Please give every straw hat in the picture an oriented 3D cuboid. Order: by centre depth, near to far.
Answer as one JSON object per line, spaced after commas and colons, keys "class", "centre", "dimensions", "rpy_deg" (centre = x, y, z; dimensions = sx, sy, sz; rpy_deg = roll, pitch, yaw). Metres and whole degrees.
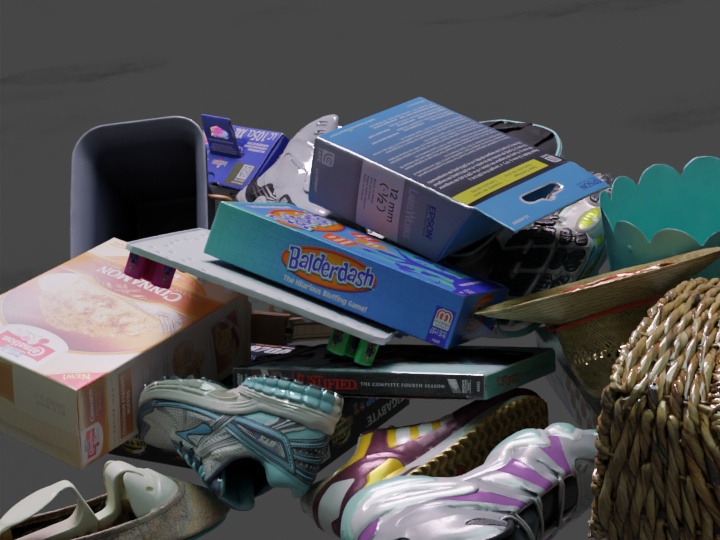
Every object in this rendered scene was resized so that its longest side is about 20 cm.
{"class": "straw hat", "centre": [0.182, 0.046, 1.176], "dimensions": [0.200, 0.085, 0.201], "rpy_deg": [-16, -1, 0]}

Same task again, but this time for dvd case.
{"class": "dvd case", "centre": [0.027, 0.073, 1.216], "dimensions": [0.199, 0.022, 0.146], "rpy_deg": [-1, 4, 27]}

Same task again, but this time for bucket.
{"class": "bucket", "centre": [0.295, -0.004, 1.340], "dimensions": [0.206, 0.135, 0.207], "rpy_deg": [-8, 19, 3]}

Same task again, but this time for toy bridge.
{"class": "toy bridge", "centre": [-0.048, 0.045, 1.448], "dimensions": [0.067, 0.027, 0.200], "rpy_deg": [5, 3, 6]}

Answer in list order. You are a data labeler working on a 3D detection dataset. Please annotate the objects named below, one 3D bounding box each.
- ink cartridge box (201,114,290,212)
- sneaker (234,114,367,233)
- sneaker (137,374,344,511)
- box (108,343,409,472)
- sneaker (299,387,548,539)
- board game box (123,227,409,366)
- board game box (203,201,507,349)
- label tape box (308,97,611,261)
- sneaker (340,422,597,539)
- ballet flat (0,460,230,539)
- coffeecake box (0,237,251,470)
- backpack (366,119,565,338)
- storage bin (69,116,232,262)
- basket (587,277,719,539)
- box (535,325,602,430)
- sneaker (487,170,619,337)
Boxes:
{"class": "ink cartridge box", "centre": [-0.092, -0.073, 1.629], "dimensions": [0.136, 0.200, 0.076], "rpy_deg": [15, 67, 50]}
{"class": "sneaker", "centre": [-0.029, -0.072, 1.435], "dimensions": [0.115, 0.075, 0.200], "rpy_deg": [-51, 29, -9]}
{"class": "sneaker", "centre": [-0.100, 0.123, 1.167], "dimensions": [0.077, 0.087, 0.200], "rpy_deg": [26, -23, -36]}
{"class": "box", "centre": [-0.086, 0.109, 1.328], "dimensions": [0.199, 0.046, 0.159], "rpy_deg": [4, 22, 35]}
{"class": "sneaker", "centre": [0.048, 0.129, 1.160], "dimensions": [0.090, 0.075, 0.200], "rpy_deg": [17, 30, 43]}
{"class": "board game box", "centre": [-0.061, 0.017, 1.257], "dimensions": [0.199, 0.026, 0.200], "rpy_deg": [21, 8, 8]}
{"class": "board game box", "centre": [0.000, 0.000, 1.258], "dimensions": [0.199, 0.045, 0.152], "rpy_deg": [21, 8, 14]}
{"class": "label tape box", "centre": [0.079, -0.065, 1.330], "dimensions": [0.200, 0.066, 0.143], "rpy_deg": [28, 34, 30]}
{"class": "sneaker", "centre": [0.099, 0.170, 1.031], "dimensions": [0.199, 0.078, 0.140], "rpy_deg": [-19, 25, -15]}
{"class": "ballet flat", "centre": [-0.182, 0.173, 1.147], "dimensions": [0.199, 0.068, 0.068], "rpy_deg": [-18, 21, -27]}
{"class": "coffeecake box", "centre": [-0.206, 0.059, 1.299], "dimensions": [0.153, 0.073, 0.200], "rpy_deg": [19, 32, 30]}
{"class": "backpack", "centre": [0.104, -0.040, 1.491], "dimensions": [0.175, 0.154, 0.200], "rpy_deg": [4, 48, 39]}
{"class": "storage bin", "centre": [-0.176, -0.021, 1.510], "dimensions": [0.145, 0.201, 0.134], "rpy_deg": [-7, -20, 7]}
{"class": "basket", "centre": [0.249, 0.091, 1.031], "dimensions": [0.149, 0.143, 0.200], "rpy_deg": [16, 27, 28]}
{"class": "box", "centre": [0.177, 0.090, 1.270], "dimensions": [0.041, 0.039, 0.200], "rpy_deg": [-11, 18, -5]}
{"class": "sneaker", "centre": [0.174, -0.004, 1.386], "dimensions": [0.077, 0.080, 0.200], "rpy_deg": [9, 40, 35]}
